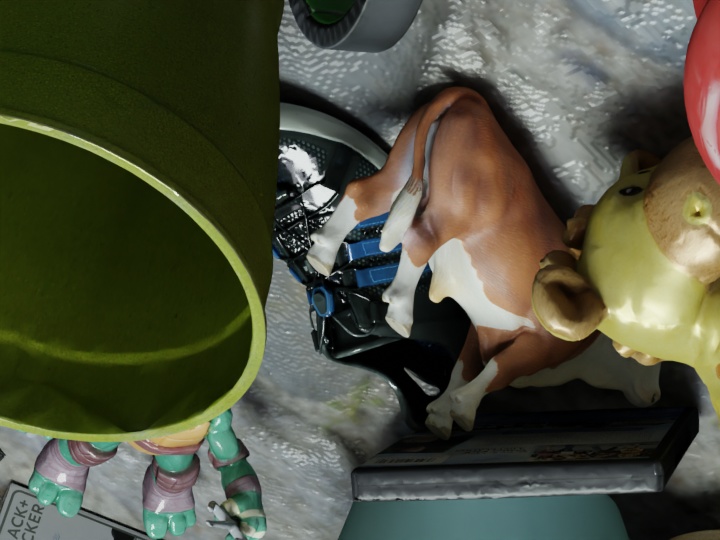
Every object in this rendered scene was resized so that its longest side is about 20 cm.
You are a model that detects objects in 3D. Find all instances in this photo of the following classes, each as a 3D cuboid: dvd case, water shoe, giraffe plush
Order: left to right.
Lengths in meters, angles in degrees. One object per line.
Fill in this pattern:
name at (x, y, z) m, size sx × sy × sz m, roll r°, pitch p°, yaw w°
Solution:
water shoe at (0.000, 0.000, 1.075) m, size 0.071 × 0.079 × 0.200 m, roll -22°, pitch 128°, yaw 37°
dvd case at (0.086, 0.088, 1.086) m, size 0.142 × 0.018 × 0.200 m, roll -3°, pitch -178°, yaw 13°
giraffe plush at (0.169, 0.006, 0.969) m, size 0.162 × 0.173 × 0.200 m, roll 38°, pitch 104°, yaw 6°

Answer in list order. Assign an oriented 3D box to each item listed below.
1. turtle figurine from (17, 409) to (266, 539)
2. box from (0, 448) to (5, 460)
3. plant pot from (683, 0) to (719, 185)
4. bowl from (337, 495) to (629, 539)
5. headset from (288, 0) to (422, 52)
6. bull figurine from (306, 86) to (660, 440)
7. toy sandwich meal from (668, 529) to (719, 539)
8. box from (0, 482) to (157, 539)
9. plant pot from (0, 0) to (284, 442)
turtle figurine at (-0.109, 0.090, 1.206) m, size 0.149 × 0.101 × 0.200 m, roll 32°, pitch 153°, yaw -6°
box at (-0.278, 0.023, 1.134) m, size 0.200 × 0.049 × 0.160 m, roll 34°, pitch 166°, yaw 50°
plant pot at (0.213, -0.106, 0.799) m, size 0.199 × 0.183 × 0.201 m, roll 8°, pitch 143°, yaw 6°
bowl at (0.066, 0.162, 1.202) m, size 0.200 × 0.106 × 0.201 m, roll 2°, pitch 160°, yaw 1°
headset at (0.021, -0.177, 0.840) m, size 0.094 × 0.124 × 0.201 m, roll 0°, pitch 127°, yaw -20°
bull figurine at (0.065, 0.009, 1.052) m, size 0.200 × 0.121 × 0.065 m, roll 53°, pitch 160°, yaw -28°
toy sandwich meal at (0.228, 0.212, 1.236) m, size 0.204 × 0.070 × 0.205 m, roll 16°, pitch 154°, yaw 8°
box at (-0.150, 0.217, 1.402) m, size 0.199 × 0.060 × 0.117 m, roll 22°, pitch 141°, yaw -8°
plant pot at (-0.114, -0.064, 0.945) m, size 0.199 × 0.193 × 0.201 m, roll 10°, pitch 141°, yaw 8°
